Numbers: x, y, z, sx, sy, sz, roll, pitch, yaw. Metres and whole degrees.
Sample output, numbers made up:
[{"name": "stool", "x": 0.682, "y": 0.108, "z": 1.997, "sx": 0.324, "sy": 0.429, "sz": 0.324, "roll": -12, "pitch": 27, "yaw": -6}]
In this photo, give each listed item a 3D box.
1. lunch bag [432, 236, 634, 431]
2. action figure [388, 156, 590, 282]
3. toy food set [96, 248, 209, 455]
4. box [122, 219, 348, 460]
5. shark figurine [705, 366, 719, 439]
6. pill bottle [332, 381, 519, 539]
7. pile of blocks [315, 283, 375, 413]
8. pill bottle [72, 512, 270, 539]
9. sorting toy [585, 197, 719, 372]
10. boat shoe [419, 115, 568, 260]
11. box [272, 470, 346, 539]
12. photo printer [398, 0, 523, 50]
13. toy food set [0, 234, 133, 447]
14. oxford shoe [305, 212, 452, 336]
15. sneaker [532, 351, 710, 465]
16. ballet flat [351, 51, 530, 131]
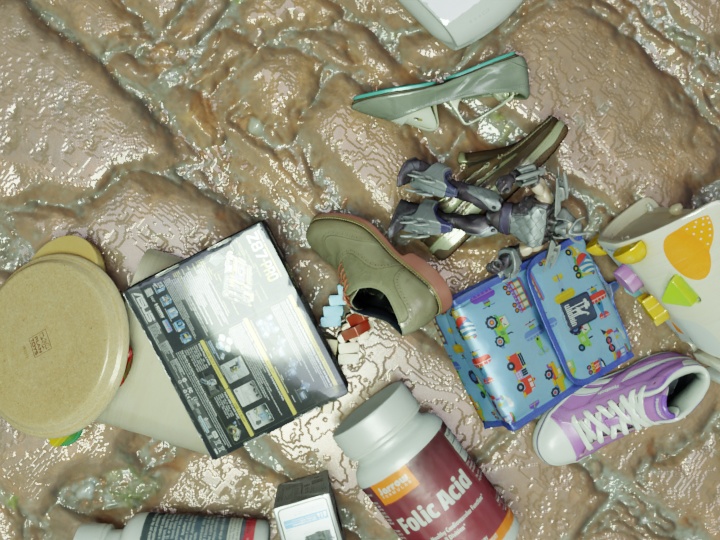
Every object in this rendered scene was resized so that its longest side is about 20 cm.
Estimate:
[{"name": "lunch bag", "x": 0.200, "y": 0.063, "z": 1.027, "sx": 0.199, "sy": 0.094, "sz": 0.151, "roll": -26, "pitch": 89, "yaw": -15}, {"name": "action figure", "x": 0.133, "y": -0.055, "z": 0.953, "sx": 0.199, "sy": 0.069, "sz": 0.131, "roll": 12, "pitch": 116, "yaw": 15}, {"name": "toy food set", "x": -0.196, "y": 0.093, "z": 1.018, "sx": 0.143, "sy": 0.060, "sz": 0.201, "roll": 19, "pitch": 96, "yaw": -5}, {"name": "box", "x": -0.126, "y": 0.071, "z": 0.964, "sx": 0.161, "sy": 0.049, "sz": 0.201, "roll": -27, "pitch": 96, "yaw": 4}, {"name": "shark figurine", "x": 0.438, "y": 0.184, "z": 1.028, "sx": 0.128, "sy": 0.090, "sz": 0.216, "roll": 12, "pitch": 87, "yaw": -1}, {"name": "pill bottle", "x": 0.067, "y": 0.225, "z": 0.995, "sx": 0.114, "sy": 0.114, "sz": 0.200, "roll": -38, "pitch": 92, "yaw": -2}, {"name": "pile of blocks", "x": -0.024, "y": 0.068, "z": 1.017, "sx": 0.082, "sy": 0.062, "sz": 0.201, "roll": 30, "pitch": 88, "yaw": -2}, {"name": "pill bottle", "x": -0.198, "y": 0.316, "z": 0.981, "sx": 0.199, "sy": 0.120, "sz": 0.120, "roll": 5, "pitch": 90, "yaw": -2}, {"name": "sorting toy", "x": 0.335, "y": 0.024, "z": 0.971, "sx": 0.107, "sy": 0.200, "sz": 0.180, "roll": -32, "pitch": 95, "yaw": 1}, {"name": "boat shoe", "x": 0.136, "y": -0.105, "z": 1.021, "sx": 0.202, "sy": 0.075, "sz": 0.075, "roll": -44, "pitch": 86, "yaw": -2}, {"name": "box", "x": -0.035, "y": 0.326, "z": 0.990, "sx": 0.060, "sy": 0.117, "sz": 0.201, "roll": -16, "pitch": 91, "yaw": -3}, {"name": "photo printer", "x": 0.097, "y": -0.355, "z": 1.020, "sx": 0.166, "sy": 0.069, "sz": 0.200, "roll": -44, "pitch": 92, "yaw": -2}, {"name": "toy food set", "x": -0.323, "y": 0.078, "z": 0.984, "sx": 0.198, "sy": 0.049, "sz": 0.200, "roll": -44, "pitch": 69, "yaw": 11}, {"name": "oxford shoe", "x": 0.000, "y": 0.000, "z": 0.968, "sx": 0.075, "sy": 0.200, "sz": 0.071, "roll": -37, "pitch": 135, "yaw": -25}, {"name": "sneaker", "x": 0.281, "y": 0.150, "z": 1.006, "sx": 0.200, "sy": 0.114, "sz": 0.073, "roll": -33, "pitch": 93, "yaw": -1}, {"name": "ballet flat", "x": 0.091, "y": -0.185, "z": 1.023, "sx": 0.199, "sy": 0.067, "sz": 0.064, "roll": -16, "pitch": 98, "yaw": -2}]
